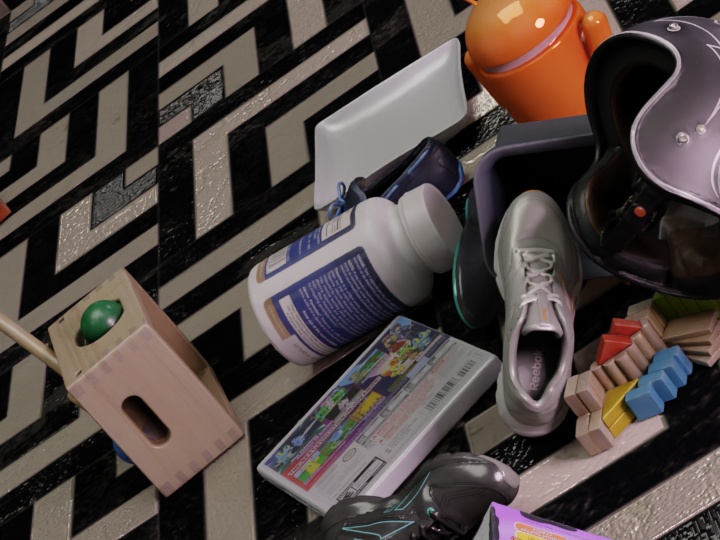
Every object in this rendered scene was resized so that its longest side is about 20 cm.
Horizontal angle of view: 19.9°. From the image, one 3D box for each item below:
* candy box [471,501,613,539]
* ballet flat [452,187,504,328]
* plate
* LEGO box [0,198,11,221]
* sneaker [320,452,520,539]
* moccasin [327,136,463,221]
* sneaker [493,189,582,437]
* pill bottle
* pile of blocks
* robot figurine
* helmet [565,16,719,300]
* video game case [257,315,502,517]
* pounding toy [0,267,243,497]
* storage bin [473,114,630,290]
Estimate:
[{"bbox_3d":[0.146,0.257,1.285,0.201,0.166,0.072,-86,17,-56],"label":"candy box"},{"bbox_3d":[0.126,-0.025,1.887,0.073,0.073,0.201,-27,26,24],"label":"ballet flat"},{"bbox_3d":[0.037,-0.154,2.250,0.199,0.032,0.200,-32,26,17],"label":"plate"},{"bbox_3d":[-0.598,-0.079,2.921,0.149,0.077,0.200,-44,26,-9],"label":"LEGO box"},{"bbox_3d":[0.048,0.208,1.631,0.199,0.075,0.080,-30,37,37],"label":"sneaker"},{"bbox_3d":[0.011,-0.071,2.110,0.199,0.068,0.081,-36,26,9],"label":"moccasin"},{"bbox_3d":[0.147,0.028,1.655,0.075,0.092,0.202,-1,76,0],"label":"sneaker"},{"bbox_3d":[0.000,0.000,1.962,0.199,0.111,0.111,-30,27,20],"label":"pill bottle"},{"bbox_3d":[0.232,0.054,1.622,0.200,0.062,0.082,-49,27,-18],"label":"pile of blocks"},{"bbox_3d":[0.177,-0.198,1.939,0.116,0.200,0.144,-40,25,-1],"label":"robot figurine"},{"bbox_3d":[0.259,-0.096,1.588,0.199,0.200,0.192,-11,47,44],"label":"helmet"},{"bbox_3d":[0.016,0.134,1.832,0.200,0.023,0.182,-47,27,-12],"label":"video game case"},{"bbox_3d":[-0.244,0.101,2.024,0.142,0.200,0.184,-39,26,1],"label":"pounding toy"},{"bbox_3d":[0.202,-0.068,1.772,0.198,0.147,0.135,-7,21,7],"label":"storage bin"}]
